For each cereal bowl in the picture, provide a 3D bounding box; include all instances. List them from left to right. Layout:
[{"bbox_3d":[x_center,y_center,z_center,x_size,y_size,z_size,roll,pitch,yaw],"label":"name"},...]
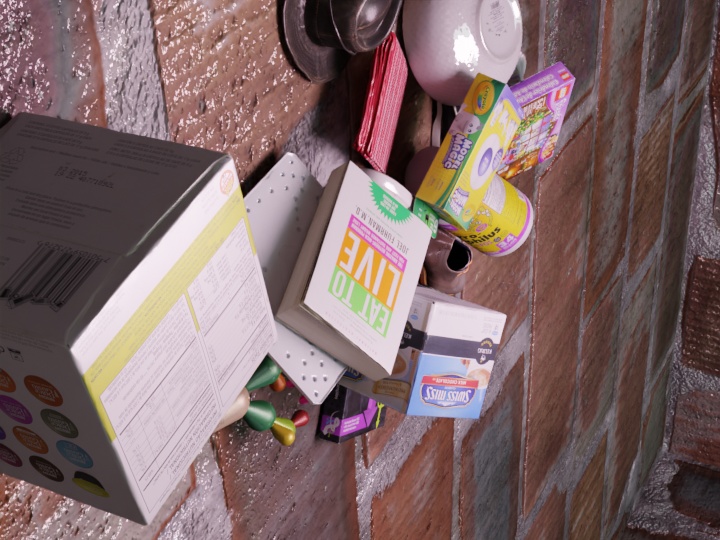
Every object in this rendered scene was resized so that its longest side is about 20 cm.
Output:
[{"bbox_3d":[0.146,-0.310,1.538,0.200,0.083,0.201,-6,98,-48],"label":"cereal bowl"}]

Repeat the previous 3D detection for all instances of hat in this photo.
[{"bbox_3d":[-0.002,-0.295,1.300,0.201,0.081,0.201,-38,135,-53],"label":"hat"}]

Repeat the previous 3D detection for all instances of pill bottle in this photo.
[{"bbox_3d":[0.147,-0.098,1.660,0.200,0.104,0.104,28,76,-46],"label":"pill bottle"}]

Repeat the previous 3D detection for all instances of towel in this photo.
[{"bbox_3d":[0.027,-0.193,1.427,0.200,0.022,0.145,22,81,-83],"label":"towel"}]

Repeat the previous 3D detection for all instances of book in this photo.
[{"bbox_3d":[0.000,0.000,1.273,0.134,0.048,0.200,37,49,-25],"label":"book"}]

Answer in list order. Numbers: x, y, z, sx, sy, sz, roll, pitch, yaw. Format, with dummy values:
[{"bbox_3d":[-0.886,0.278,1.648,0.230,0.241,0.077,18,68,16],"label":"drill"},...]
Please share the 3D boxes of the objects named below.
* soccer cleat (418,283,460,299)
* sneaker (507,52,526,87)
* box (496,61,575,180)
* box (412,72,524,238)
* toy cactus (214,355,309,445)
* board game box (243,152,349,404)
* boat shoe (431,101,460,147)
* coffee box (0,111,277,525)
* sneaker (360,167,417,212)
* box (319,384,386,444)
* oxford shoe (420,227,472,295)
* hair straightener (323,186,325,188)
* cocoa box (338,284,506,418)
[{"bbox_3d":[0.109,0.055,1.673,0.200,0.081,0.068,-6,106,-78],"label":"soccer cleat"},{"bbox_3d":[0.212,-0.249,1.793,0.088,0.081,0.200,-63,146,-17],"label":"sneaker"},{"bbox_3d":[0.229,-0.203,1.745,0.137,0.039,0.200,-29,156,-15],"label":"box"},{"bbox_3d":[0.133,-0.135,1.513,0.200,0.048,0.117,-62,158,-1],"label":"box"},{"bbox_3d":[-0.110,0.125,1.294,0.165,0.102,0.200,-38,143,-37],"label":"toy cactus"},{"bbox_3d":[-0.066,0.007,1.257,0.200,0.026,0.200,50,48,-13],"label":"board game box"},{"bbox_3d":[0.134,-0.239,1.642,0.074,0.060,0.200,-41,138,-52],"label":"boat shoe"},{"bbox_3d":[-0.207,0.031,0.896,0.200,0.199,0.198,-57,150,-37],"label":"coffee box"},{"bbox_3d":[0.030,-0.046,1.508,0.085,0.073,0.200,-63,151,-22],"label":"sneaker"},{"bbox_3d":[0.006,0.117,1.587,0.143,0.036,0.201,-8,108,-64],"label":"box"},{"bbox_3d":[0.126,-0.005,1.731,0.200,0.073,0.071,44,63,-62],"label":"oxford shoe"},{"bbox_3d":[-0.080,0.000,1.360,0.077,0.041,0.200,5,105,-43],"label":"hair straightener"},{"bbox_3d":[0.045,0.083,1.419,0.133,0.200,0.132,10,96,-44],"label":"cocoa box"}]
